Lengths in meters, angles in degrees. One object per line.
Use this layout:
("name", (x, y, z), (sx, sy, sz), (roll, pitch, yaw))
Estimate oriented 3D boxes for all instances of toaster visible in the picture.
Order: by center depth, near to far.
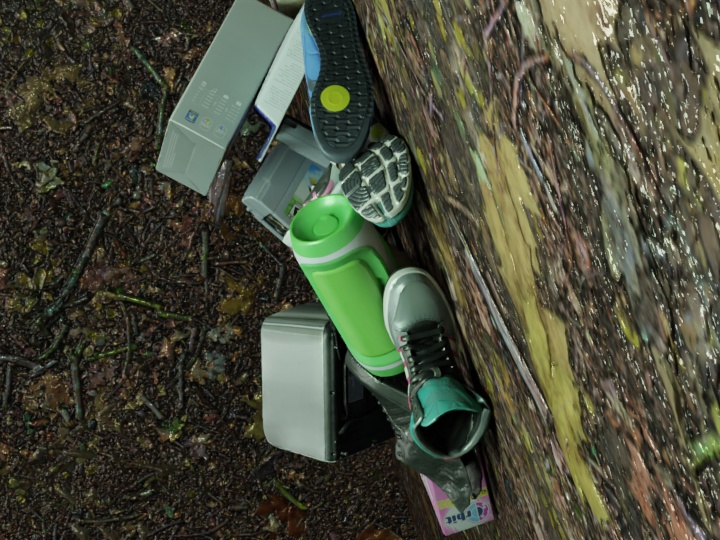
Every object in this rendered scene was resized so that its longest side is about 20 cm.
("toaster", (-0.029, 0.126, 1.625), (0.180, 0.118, 0.202), (-13, -76, -56))

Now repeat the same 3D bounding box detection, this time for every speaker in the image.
("speaker", (0.000, 0.017, 1.337), (0.201, 0.088, 0.089), (61, -176, -37))

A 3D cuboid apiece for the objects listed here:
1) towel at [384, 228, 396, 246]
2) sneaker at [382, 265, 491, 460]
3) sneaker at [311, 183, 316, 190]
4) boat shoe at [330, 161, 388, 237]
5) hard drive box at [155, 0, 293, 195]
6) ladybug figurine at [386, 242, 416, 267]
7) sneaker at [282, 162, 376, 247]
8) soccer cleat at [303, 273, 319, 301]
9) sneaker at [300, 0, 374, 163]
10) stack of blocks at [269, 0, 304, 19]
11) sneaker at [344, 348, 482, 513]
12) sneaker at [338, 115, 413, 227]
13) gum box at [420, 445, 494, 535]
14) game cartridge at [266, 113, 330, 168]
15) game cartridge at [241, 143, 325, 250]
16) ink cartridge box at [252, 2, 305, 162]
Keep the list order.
("towel", (0.060, 0.037, 1.673), (0.147, 0.022, 0.201), (-111, 2, -51))
("sneaker", (0.074, 0.104, 1.277), (0.121, 0.083, 0.202), (-123, 16, -71))
("sneaker", (-0.022, -0.068, 1.664), (0.200, 0.076, 0.086), (-126, 36, -77))
("boat shoe", (0.005, -0.110, 1.464), (0.059, 0.072, 0.201), (25, 145, 18))
("hard drive box", (-0.171, -0.218, 1.603), (0.201, 0.076, 0.156), (-66, 7, -22))
("ladybug figurine", (0.036, 0.054, 1.483), (0.135, 0.072, 0.202), (15, 125, 42))
("sneaker", (-0.028, -0.047, 1.417), (0.086, 0.081, 0.200), (35, 171, -3))
("soccer cleat", (-0.001, -0.001, 1.619), (0.200, 0.083, 0.065), (-5, 112, 62))
("sneaker", (-0.024, -0.190, 1.329), (0.079, 0.065, 0.202), (95, 169, -65))
("stack of blocks", (-0.094, -0.387, 1.627), (0.200, 0.058, 0.116), (90, 162, -79))
("sneaker", (0.055, 0.171, 1.424), (0.199, 0.060, 0.105), (31, 124, 18))
("sneaker", (0.026, -0.095, 1.305), (0.080, 0.077, 0.200), (52, -170, -26))
("gum box", (0.096, 0.210, 1.570), (0.200, 0.066, 0.114), (-114, 8, -62))
("game cartridge", (-0.055, -0.162, 1.688), (0.133, 0.042, 0.200), (32, -175, -11))
("game cartridge", (-0.059, -0.076, 1.755), (0.200, 0.040, 0.134), (41, -135, -17))
("ink cartridge box", (-0.092, -0.229, 1.542), (0.043, 0.201, 0.196), (28, -178, -8))
